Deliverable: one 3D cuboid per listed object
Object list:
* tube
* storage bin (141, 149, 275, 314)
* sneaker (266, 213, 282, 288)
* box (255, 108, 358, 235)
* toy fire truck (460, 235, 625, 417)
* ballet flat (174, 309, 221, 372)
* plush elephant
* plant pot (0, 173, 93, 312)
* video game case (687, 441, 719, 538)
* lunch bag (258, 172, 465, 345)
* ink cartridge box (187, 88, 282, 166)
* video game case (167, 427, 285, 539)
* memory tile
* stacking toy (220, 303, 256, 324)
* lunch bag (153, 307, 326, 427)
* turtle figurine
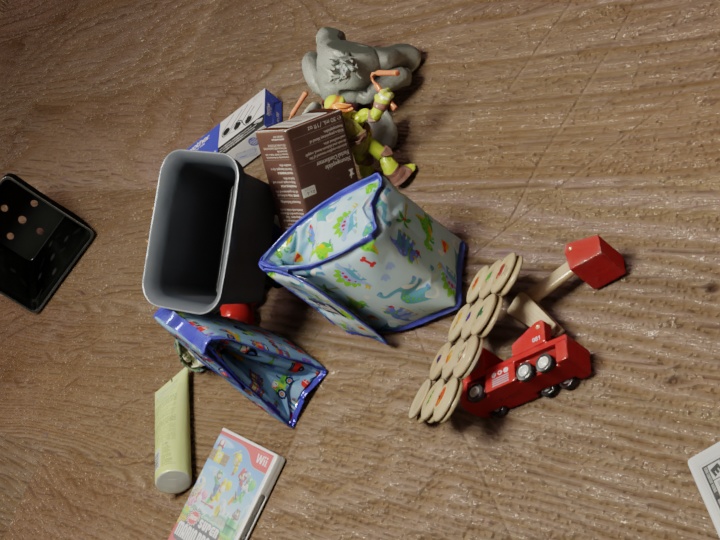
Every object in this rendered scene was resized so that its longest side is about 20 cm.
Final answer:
[{"bbox_3d":[-0.269,0.227,1.567,0.057,0.052,0.201,-7,41,-6],"label":"tube"},{"bbox_3d":[-0.191,-0.044,1.421,0.145,0.134,0.202,8,88,28],"label":"storage bin"},{"bbox_3d":[-0.137,-0.038,1.527,0.081,0.198,0.116,91,-173,-74],"label":"sneaker"},{"bbox_3d":[-0.058,-0.101,1.429,0.100,0.202,0.075,-27,22,-36],"label":"box"},{"bbox_3d":[0.190,0.062,1.161,0.199,0.049,0.142,-29,43,35],"label":"toy fire truck"},{"bbox_3d":[-0.227,0.096,1.538,0.200,0.074,0.075,108,180,-69],"label":"ballet flat"},{"bbox_3d":[-0.015,-0.243,1.558,0.200,0.163,0.156,-59,-20,-63],"label":"plush elephant"},{"bbox_3d":[-0.659,-0.074,2.126,0.200,0.199,0.177,-52,24,6],"label":"plant pot"},{"bbox_3d":[0.377,0.193,0.875,0.182,0.023,0.201,-38,39,24],"label":"video game case"},{"bbox_3d":[0.000,0.000,1.322,0.199,0.170,0.128,-23,43,37],"label":"lunch bag"},{"bbox_3d":[-0.216,-0.212,1.831,0.199,0.044,0.095,-33,41,29],"label":"ink cartridge box"},{"bbox_3d":[-0.184,0.316,1.423,0.143,0.017,0.201,12,73,52],"label":"video game case"},{"bbox_3d":[0.114,0.076,1.203,0.201,0.017,0.153,-64,5,-10],"label":"memory tile"},{"bbox_3d":[-0.164,0.001,1.595,0.085,0.085,0.202,-10,63,44],"label":"stacking toy"},{"bbox_3d":[-0.168,0.101,1.412,0.094,0.200,0.150,-58,36,-4],"label":"lunch bag"},{"bbox_3d":[0.003,-0.181,1.456,0.199,0.161,0.065,-19,33,38],"label":"turtle figurine"}]
